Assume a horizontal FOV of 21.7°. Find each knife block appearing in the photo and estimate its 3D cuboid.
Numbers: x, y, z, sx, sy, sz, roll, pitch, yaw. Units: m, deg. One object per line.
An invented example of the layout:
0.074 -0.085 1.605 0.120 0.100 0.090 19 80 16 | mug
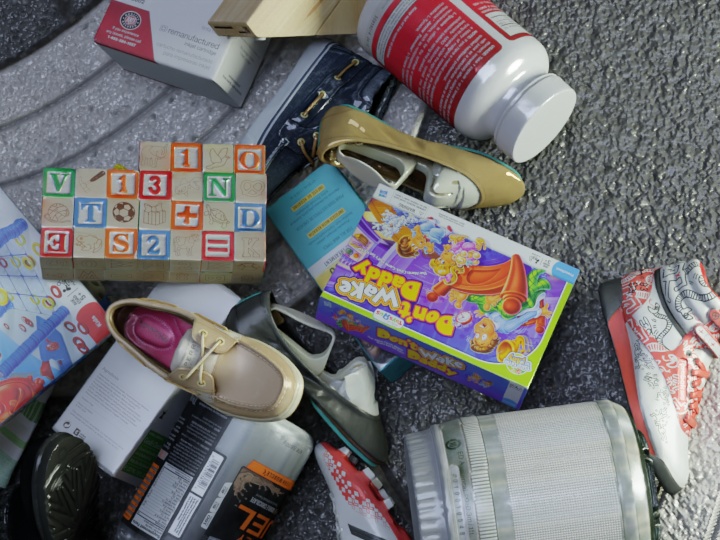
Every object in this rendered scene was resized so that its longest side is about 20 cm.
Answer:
-0.050 -0.311 1.789 0.064 0.200 0.176 9 103 49 | knife block

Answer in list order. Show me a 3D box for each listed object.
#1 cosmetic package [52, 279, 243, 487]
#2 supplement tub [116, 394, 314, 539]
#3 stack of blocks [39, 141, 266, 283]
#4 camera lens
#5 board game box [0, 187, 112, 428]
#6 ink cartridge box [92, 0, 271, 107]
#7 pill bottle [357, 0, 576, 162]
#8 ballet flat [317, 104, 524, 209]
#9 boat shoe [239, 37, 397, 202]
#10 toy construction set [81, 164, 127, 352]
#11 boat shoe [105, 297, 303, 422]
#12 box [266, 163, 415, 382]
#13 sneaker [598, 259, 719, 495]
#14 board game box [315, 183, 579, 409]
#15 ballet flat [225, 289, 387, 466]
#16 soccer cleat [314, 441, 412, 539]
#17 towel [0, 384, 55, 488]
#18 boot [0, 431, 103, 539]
-0.183 0.096 1.748 0.085 0.108 0.200 35 88 21 | cosmetic package
-0.138 0.210 1.695 0.122 0.123 0.200 27 84 20 | supplement tub
-0.186 -0.053 1.689 0.200 0.059 0.115 1 69 -6 | stack of blocks
0.144 0.197 1.582 0.200 0.160 0.160 -7 73 -2 | camera lens
-0.359 0.041 1.706 0.196 0.056 0.200 -41 92 -12 | board game box
-0.153 -0.283 1.856 0.147 0.083 0.200 19 81 20 | ink cartridge box
0.101 -0.195 1.746 0.112 0.112 0.200 -46 68 -1 | pill bottle
0.052 -0.089 1.732 0.200 0.069 0.063 20 54 1 | ballet flat
-0.046 -0.128 1.781 0.091 0.071 0.200 24 73 20 | boat shoe
-0.221 -0.024 1.808 0.131 0.092 0.200 39 96 -4 | toy construction set
-0.143 0.076 1.633 0.200 0.069 0.074 21 88 30 | boat shoe
0.000 0.000 1.754 0.082 0.049 0.200 -38 69 3 | box
0.285 0.087 1.641 0.108 0.067 0.202 -18 68 13 | sneaker
0.079 0.022 1.680 0.200 0.045 0.135 23 60 6 | board game box
-0.034 0.093 1.687 0.200 0.068 0.068 42 102 -12 | ballet flat
0.004 0.244 1.677 0.085 0.069 0.200 -35 73 -2 | soccer cleat
-0.355 0.085 1.809 0.153 0.023 0.200 33 102 26 | towel
-0.324 0.211 1.713 0.158 0.211 0.079 18 44 17 | boot
